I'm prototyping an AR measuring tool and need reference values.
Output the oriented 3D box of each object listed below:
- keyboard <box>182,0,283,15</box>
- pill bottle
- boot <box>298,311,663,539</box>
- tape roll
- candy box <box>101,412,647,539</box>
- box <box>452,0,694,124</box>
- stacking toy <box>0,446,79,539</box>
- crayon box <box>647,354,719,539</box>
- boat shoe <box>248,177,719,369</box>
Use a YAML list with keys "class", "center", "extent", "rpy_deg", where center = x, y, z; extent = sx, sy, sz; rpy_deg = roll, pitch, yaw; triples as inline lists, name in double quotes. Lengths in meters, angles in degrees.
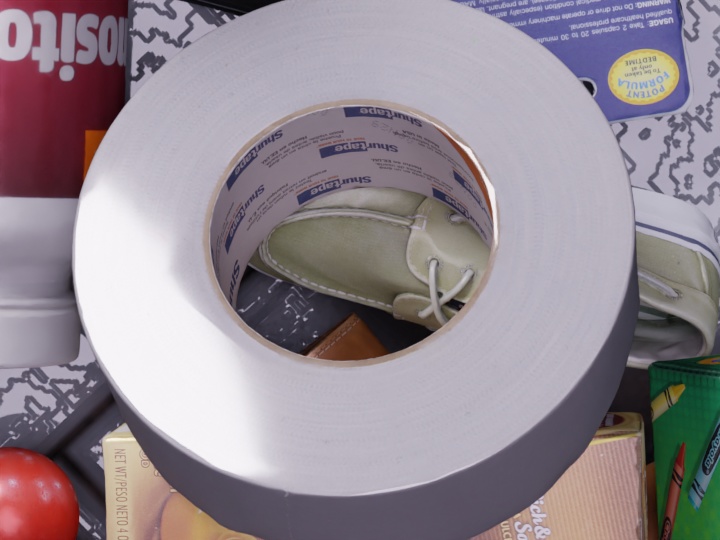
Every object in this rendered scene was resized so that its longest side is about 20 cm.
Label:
- class: "keyboard"
  center: [-0.005, -0.189, 1.091]
  extent: [0.127, 0.021, 0.200]
  rpy_deg: [17, 104, 24]
- class: "pill bottle"
  center: [-0.144, -0.067, 1.077]
  extent: [0.113, 0.113, 0.200]
  rpy_deg: [2, 95, -4]
- class: "boot"
  center: [0.039, 0.080, 1.121]
  extent: [0.200, 0.074, 0.155]
  rpy_deg: [-32, 91, -3]
- class: "tape roll"
  center: [0.000, 0.000, 1.030]
  extent: [0.200, 0.066, 0.200]
  rpy_deg: [-3, 64, 6]
- class: "candy box"
  center: [0.007, 0.114, 1.066]
  extent: [0.200, 0.055, 0.116]
  rpy_deg: [-1, 95, 7]
- class: "box"
  center: [0.057, -0.152, 1.122]
  extent: [0.121, 0.032, 0.200]
  rpy_deg: [-9, 93, -2]
- class: "stacking toy"
  center: [-0.133, 0.167, 1.089]
  extent: [0.085, 0.085, 0.200]
  rpy_deg: [3, 84, -4]
- class: "crayon box"
  center: [0.210, 0.085, 1.101]
  extent: [0.200, 0.058, 0.119]
  rpy_deg: [-7, 96, -27]
- class: "boat shoe"
  center: [0.046, -0.006, 1.106]
  extent: [0.200, 0.062, 0.072]
  rpy_deg: [6, 129, -5]
